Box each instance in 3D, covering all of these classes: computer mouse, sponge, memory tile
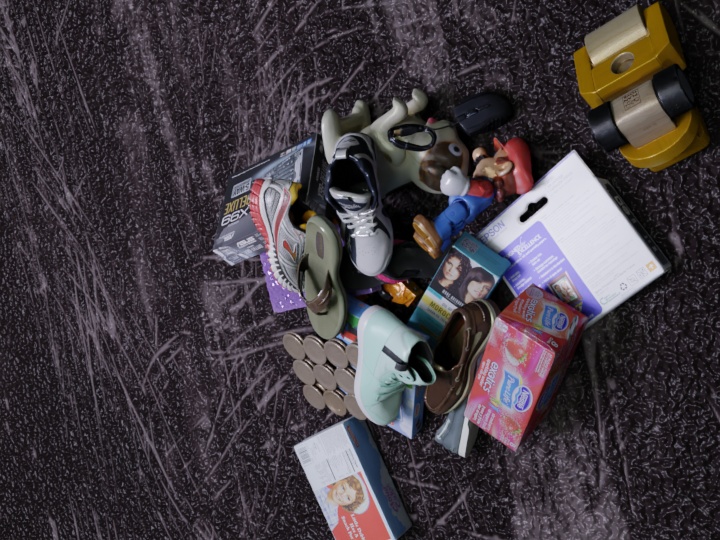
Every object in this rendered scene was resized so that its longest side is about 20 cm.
[{"bbox_3d":[0.127,-0.206,1.236,0.059,0.197,0.034,63,156,15],"label":"computer mouse"},{"bbox_3d":[-0.066,-0.005,1.403,0.197,0.030,0.114,-12,94,34],"label":"sponge"},{"bbox_3d":[-0.036,0.168,1.424,0.198,0.017,0.155,5,124,44],"label":"memory tile"}]

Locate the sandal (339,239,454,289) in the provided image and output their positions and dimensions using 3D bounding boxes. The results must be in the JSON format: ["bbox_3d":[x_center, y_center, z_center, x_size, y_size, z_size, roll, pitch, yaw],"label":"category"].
[{"bbox_3d":[0.053,-0.014,1.320,0.196,0.045,0.077,-6,96,-8],"label":"sandal"}]

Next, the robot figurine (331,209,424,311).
[{"bbox_3d":[0.000,0.000,1.414,0.200,0.058,0.146,47,118,16],"label":"robot figurine"}]

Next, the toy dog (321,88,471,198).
[{"bbox_3d":[0.060,-0.163,1.307,0.197,0.139,0.198,4,100,29],"label":"toy dog"}]

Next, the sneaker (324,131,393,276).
[{"bbox_3d":[-0.006,-0.080,1.219,0.078,0.130,0.203,1,105,13],"label":"sneaker"}]

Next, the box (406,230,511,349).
[{"bbox_3d":[0.133,0.047,1.310,0.082,0.049,0.202,35,129,10],"label":"box"}]

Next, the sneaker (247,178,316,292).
[{"bbox_3d":[-0.096,-0.045,1.316,0.081,0.079,0.202,-4,133,18],"label":"sneaker"}]

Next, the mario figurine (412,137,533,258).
[{"bbox_3d":[0.146,-0.115,1.231,0.199,0.123,0.107,-40,110,-9],"label":"mario figurine"}]

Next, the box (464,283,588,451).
[{"bbox_3d":[0.224,0.134,1.237,0.095,0.099,0.202,33,135,24],"label":"box"}]

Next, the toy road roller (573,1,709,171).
[{"bbox_3d":[0.361,-0.217,1.139,0.122,0.145,0.203,-27,47,32],"label":"toy road roller"}]

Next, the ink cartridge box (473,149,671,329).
[{"bbox_3d":[0.285,-0.027,1.241,0.198,0.043,0.201,-41,78,31],"label":"ink cartridge box"}]

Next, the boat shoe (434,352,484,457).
[{"bbox_3d":[0.150,0.178,1.343,0.061,0.073,0.204,16,111,24],"label":"boat shoe"}]

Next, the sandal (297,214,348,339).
[{"bbox_3d":[-0.064,0.013,1.289,0.079,0.057,0.204,26,135,34],"label":"sandal"}]

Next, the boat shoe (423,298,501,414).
[{"bbox_3d":[0.123,0.123,1.267,0.075,0.074,0.205,49,132,39],"label":"boat shoe"}]

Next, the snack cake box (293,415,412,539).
[{"bbox_3d":[-0.012,0.350,1.473,0.114,0.067,0.203,-29,83,30],"label":"snack cake box"}]

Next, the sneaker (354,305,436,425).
[{"bbox_3d":[0.052,0.159,1.269,0.118,0.073,0.203,31,138,41],"label":"sneaker"}]

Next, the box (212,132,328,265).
[{"bbox_3d":[-0.138,-0.111,1.436,0.198,0.050,0.160,-20,47,33],"label":"box"}]

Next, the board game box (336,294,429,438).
[{"bbox_3d":[0.031,0.150,1.385,0.150,0.037,0.202,26,138,26],"label":"board game box"}]
